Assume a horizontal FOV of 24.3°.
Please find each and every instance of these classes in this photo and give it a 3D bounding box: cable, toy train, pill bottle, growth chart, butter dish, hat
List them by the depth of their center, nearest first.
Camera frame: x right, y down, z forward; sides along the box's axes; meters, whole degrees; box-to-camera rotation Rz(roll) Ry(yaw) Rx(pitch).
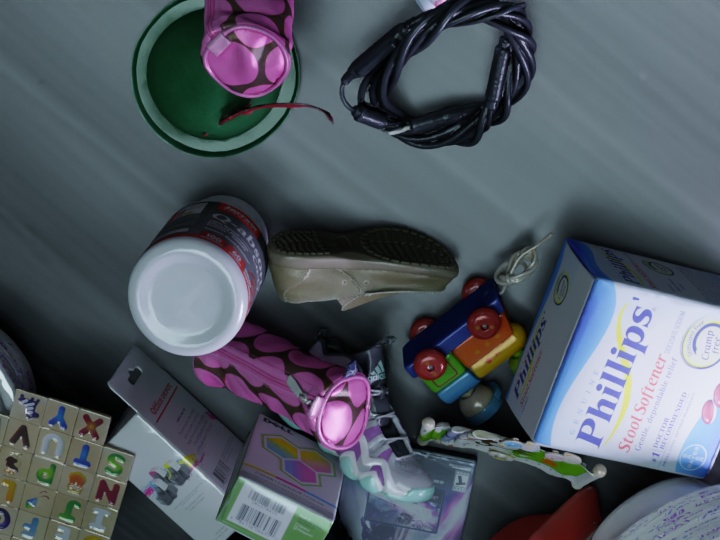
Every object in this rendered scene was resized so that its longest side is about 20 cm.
[{"bbox_3d":[-0.142,-0.176,1.594,0.199,0.176,0.166,-31,103,14],"label":"hat"},{"bbox_3d":[0.089,-0.185,1.596,0.199,0.051,0.163,-37,129,28],"label":"cable"},{"bbox_3d":[-0.151,-0.003,1.638,0.114,0.200,0.117,2,108,5],"label":"pill bottle"},{"bbox_3d":[0.149,0.184,1.696,0.198,0.145,0.018,15,77,9],"label":"growth chart"},{"bbox_3d":[0.149,0.064,1.697,0.199,0.085,0.116,-38,111,15],"label":"toy train"},{"bbox_3d":[0.166,0.342,1.745,0.147,0.200,0.202,1,108,33],"label":"butter dish"}]

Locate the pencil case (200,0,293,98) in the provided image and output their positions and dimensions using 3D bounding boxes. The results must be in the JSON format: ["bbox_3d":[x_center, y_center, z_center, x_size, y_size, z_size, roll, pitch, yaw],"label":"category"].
[{"bbox_3d":[-0.110,-0.261,1.556,0.090,0.202,0.094,-25,139,25],"label":"pencil case"}]

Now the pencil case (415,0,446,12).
[{"bbox_3d":[0.128,-0.316,1.575,0.199,0.083,0.091,-27,90,13],"label":"pencil case"}]

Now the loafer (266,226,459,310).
[{"bbox_3d":[0.000,0.000,1.683,0.198,0.076,0.068,5,122,-12],"label":"loafer"}]

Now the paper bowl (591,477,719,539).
[{"bbox_3d":[0.311,0.287,1.686,0.199,0.105,0.202,-21,144,-16],"label":"paper bowl"}]

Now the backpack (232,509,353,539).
[{"bbox_3d":[-0.100,0.341,1.732,0.182,0.200,0.135,-29,98,20],"label":"backpack"}]

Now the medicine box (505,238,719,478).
[{"bbox_3d":[0.270,0.088,1.650,0.198,0.103,0.184,12,110,-19],"label":"medicine box"}]

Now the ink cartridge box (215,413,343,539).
[{"bbox_3d":[-0.075,0.209,1.697,0.103,0.200,0.060,27,109,-4],"label":"ink cartridge box"}]

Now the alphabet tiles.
[{"bbox_3d":[-0.324,0.220,1.706,0.165,0.006,0.202,18,112,-4],"label":"alphabet tiles"}]

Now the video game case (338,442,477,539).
[{"bbox_3d":[0.039,0.280,1.805,0.141,0.019,0.202,11,107,2],"label":"video game case"}]

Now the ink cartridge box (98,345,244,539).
[{"bbox_3d":[-0.196,0.184,1.746,0.200,0.115,0.068,44,109,-8],"label":"ink cartridge box"}]

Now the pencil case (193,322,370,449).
[{"bbox_3d":[-0.084,0.105,1.666,0.199,0.093,0.092,20,102,38],"label":"pencil case"}]

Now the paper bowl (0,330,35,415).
[{"bbox_3d":[-0.437,0.134,1.752,0.198,0.104,0.203,1,107,5],"label":"paper bowl"}]

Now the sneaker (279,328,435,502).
[{"bbox_3d":[0.014,0.133,1.700,0.199,0.078,0.141,34,109,22],"label":"sneaker"}]
